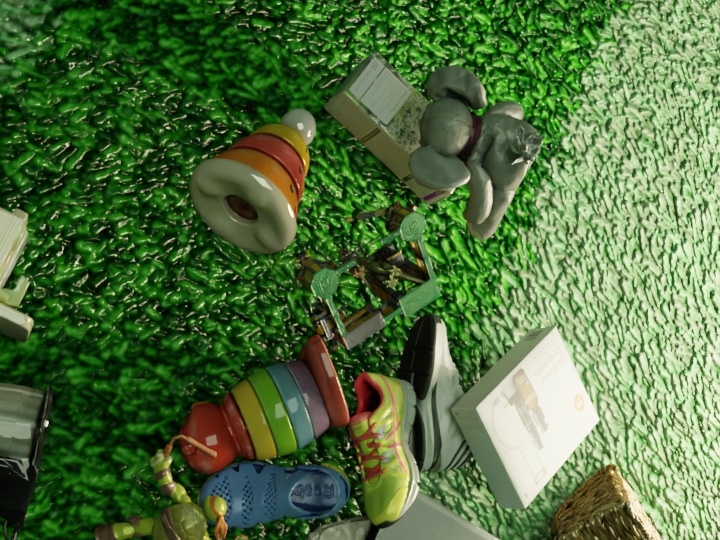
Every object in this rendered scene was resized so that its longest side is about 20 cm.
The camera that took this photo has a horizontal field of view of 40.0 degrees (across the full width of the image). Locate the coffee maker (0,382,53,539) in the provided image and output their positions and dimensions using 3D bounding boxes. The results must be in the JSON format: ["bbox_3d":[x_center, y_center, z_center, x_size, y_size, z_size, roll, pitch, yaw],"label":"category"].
[{"bbox_3d":[-0.440,0.197,1.033,0.197,0.134,0.196,14,77,-18],"label":"coffee maker"}]

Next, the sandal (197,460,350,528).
[{"bbox_3d":[-0.096,0.266,1.183,0.196,0.087,0.081,-4,84,-20],"label":"sandal"}]

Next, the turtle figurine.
[{"bbox_3d":[-0.207,0.301,1.115,0.159,0.064,0.202,-27,103,5],"label":"turtle figurine"}]

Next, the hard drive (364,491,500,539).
[{"bbox_3d":[0.094,0.371,1.233,0.198,0.033,0.141,33,70,-15],"label":"hard drive"}]

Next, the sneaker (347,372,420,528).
[{"bbox_3d":[0.017,0.215,1.210,0.090,0.078,0.203,33,41,-36],"label":"sneaker"}]

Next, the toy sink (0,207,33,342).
[{"bbox_3d":[-0.430,-0.021,1.076,0.198,0.130,0.114,28,72,-14],"label":"toy sink"}]

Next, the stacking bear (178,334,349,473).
[{"bbox_3d":[-0.123,0.173,1.180,0.197,0.122,0.115,-23,82,-14],"label":"stacking bear"}]

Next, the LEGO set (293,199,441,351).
[{"bbox_3d":[0.000,0.000,1.242,0.199,0.116,0.155,-39,121,-11],"label":"LEGO set"}]

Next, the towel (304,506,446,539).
[{"bbox_3d":[0.027,0.375,1.240,0.196,0.034,0.135,-2,83,-23],"label":"towel"}]

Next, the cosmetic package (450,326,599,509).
[{"bbox_3d":[0.221,0.190,1.302,0.199,0.051,0.153,-37,107,-38],"label":"cosmetic package"}]

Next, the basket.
[{"bbox_3d":[0.344,0.397,1.345,0.142,0.149,0.202,-33,94,10],"label":"basket"}]

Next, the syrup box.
[{"bbox_3d":[0.056,-0.187,1.321,0.200,0.081,0.079,42,70,-13],"label":"syrup box"}]

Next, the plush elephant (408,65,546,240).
[{"bbox_3d":[0.133,-0.155,1.225,0.153,0.200,0.167,24,78,1],"label":"plush elephant"}]

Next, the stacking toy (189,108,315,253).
[{"bbox_3d":[-0.110,-0.136,1.237,0.145,0.146,0.202,37,55,-12],"label":"stacking toy"}]

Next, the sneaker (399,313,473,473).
[{"bbox_3d":[0.115,0.162,1.300,0.114,0.075,0.205,5,87,-29],"label":"sneaker"}]
